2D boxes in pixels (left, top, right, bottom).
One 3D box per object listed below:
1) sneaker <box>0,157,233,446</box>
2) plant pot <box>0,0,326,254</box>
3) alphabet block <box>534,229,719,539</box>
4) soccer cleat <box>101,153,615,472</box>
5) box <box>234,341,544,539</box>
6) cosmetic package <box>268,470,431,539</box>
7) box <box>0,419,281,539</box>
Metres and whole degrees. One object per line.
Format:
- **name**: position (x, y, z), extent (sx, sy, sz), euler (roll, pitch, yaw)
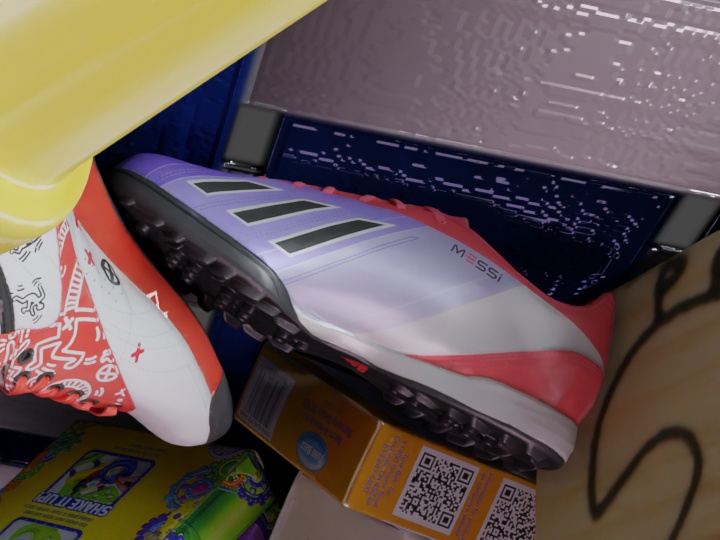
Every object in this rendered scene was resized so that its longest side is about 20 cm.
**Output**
- **sneaker**: position (-0.124, 0.022, 0.727), extent (0.067, 0.108, 0.202), euler (27, 154, 39)
- **plant pot**: position (-0.077, -0.111, 0.465), extent (0.188, 0.202, 0.201), euler (-19, 144, 11)
- **alphabet block**: position (0.197, 0.096, 0.749), extent (0.196, 0.197, 0.200), euler (25, 143, -27)
- **soccer cleat**: position (0.000, 0.000, 0.755), extent (0.199, 0.074, 0.068), euler (29, 165, -4)
- **box**: position (0.056, 0.093, 0.853), extent (0.199, 0.042, 0.119), euler (26, -179, -27)
- **cosmetic package**: position (0.041, 0.162, 0.887), extent (0.073, 0.104, 0.199), euler (24, 180, 44)
- **box**: position (-0.108, 0.206, 0.886), extent (0.121, 0.193, 0.201), euler (5, 127, 42)
